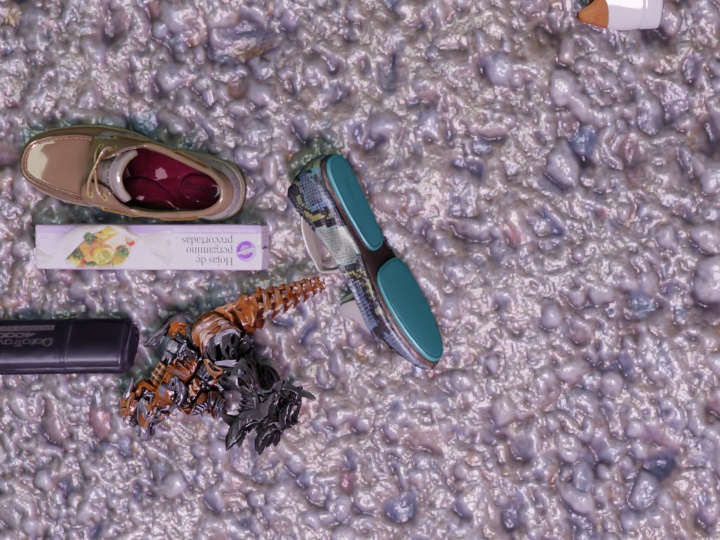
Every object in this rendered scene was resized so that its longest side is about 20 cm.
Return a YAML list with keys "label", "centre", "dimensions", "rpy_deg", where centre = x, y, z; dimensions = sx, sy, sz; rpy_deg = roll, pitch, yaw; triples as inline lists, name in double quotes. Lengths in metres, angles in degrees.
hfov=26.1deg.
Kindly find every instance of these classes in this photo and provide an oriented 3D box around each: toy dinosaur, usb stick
- label: "toy dinosaur"
  centre: [-0.113, 0.079, 1.307]
  dimensions: [0.200, 0.102, 0.136]
  rpy_deg: [-48, 70, 28]
- label: "usb stick"
  centre: [-0.290, 0.067, 1.343]
  dimensions: [0.198, 0.033, 0.056]
  rpy_deg: [-1, 49, 6]

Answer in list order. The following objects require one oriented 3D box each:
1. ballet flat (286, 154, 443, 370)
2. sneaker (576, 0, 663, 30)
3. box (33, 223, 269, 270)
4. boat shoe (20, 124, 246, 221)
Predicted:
- label: "ballet flat"
  centre: [0.000, 0.000, 1.308]
  dimensions: [0.074, 0.074, 0.201]
  rpy_deg: [-27, 88, 7]
- label: "sneaker"
  centre: [0.201, -0.297, 1.259]
  dimensions: [0.084, 0.073, 0.202]
  rpy_deg: [-2, 94, 3]
- label: "box"
  centre: [-0.178, -0.020, 1.330]
  dimensions: [0.198, 0.041, 0.039]
  rpy_deg: [0, 94, 5]
- label: "boat shoe"
  centre: [-0.197, -0.084, 1.315]
  dimensions: [0.198, 0.066, 0.075]
  rpy_deg: [7, 94, 5]
